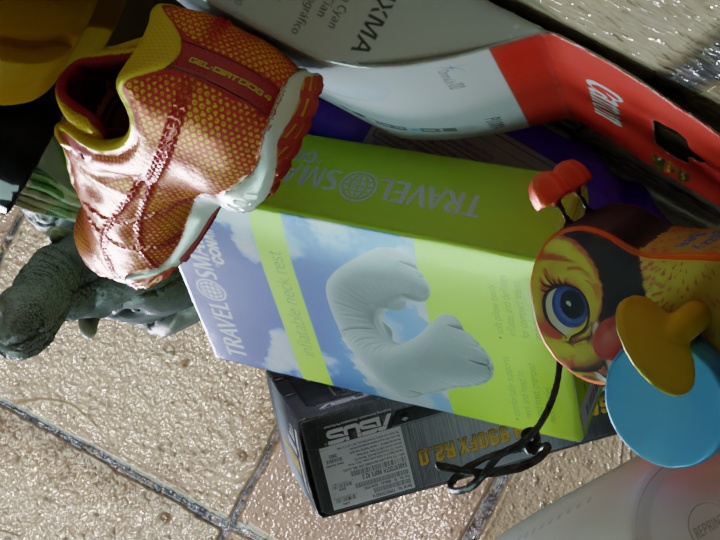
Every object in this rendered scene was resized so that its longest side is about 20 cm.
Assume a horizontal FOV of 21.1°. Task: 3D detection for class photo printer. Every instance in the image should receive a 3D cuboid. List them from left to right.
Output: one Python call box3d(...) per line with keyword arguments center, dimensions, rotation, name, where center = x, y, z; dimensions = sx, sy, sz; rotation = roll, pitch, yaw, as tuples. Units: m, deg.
box3d(center=(0.137, 0.099, 0.770), dimensions=(0.070, 0.199, 0.166), rotation=(61, 150, 9), name="photo printer")

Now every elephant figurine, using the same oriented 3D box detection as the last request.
box3d(center=(-0.095, -0.017, 0.956), dimensions=(0.141, 0.156, 0.200), rotation=(31, -178, -19), name="elephant figurine")

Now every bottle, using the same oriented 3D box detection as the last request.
box3d(center=(0.064, -0.032, 0.832), dimensions=(0.199, 0.066, 0.083), rotation=(29, 165, -12), name="bottle")

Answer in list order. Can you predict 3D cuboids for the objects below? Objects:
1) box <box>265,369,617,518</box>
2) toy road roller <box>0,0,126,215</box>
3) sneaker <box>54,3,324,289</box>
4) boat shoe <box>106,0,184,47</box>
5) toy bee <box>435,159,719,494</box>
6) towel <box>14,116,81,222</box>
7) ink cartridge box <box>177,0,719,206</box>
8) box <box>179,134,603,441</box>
box3d(center=(0.058, 0.057, 0.945), dimensions=(0.198, 0.049, 0.158), rotation=(-15, -173, -7), name="box")
box3d(center=(-0.136, -0.134, 0.716), dimensions=(0.122, 0.146, 0.201), rotation=(28, -143, -14), name="toy road roller")
box3d(center=(-0.074, -0.048, 0.685), dimensions=(0.077, 0.073, 0.200), rotation=(29, 157, -11), name="sneaker")
box3d(center=(-0.121, -0.141, 0.886), dimensions=(0.199, 0.074, 0.069), rotation=(32, -157, -26), name="boat shoe")
box3d(center=(0.101, 0.012, 0.665), dimensions=(0.131, 0.198, 0.110), rotation=(-45, -63, -74), name="toy bee")
box3d(center=(-0.172, -0.088, 0.824), dimensions=(0.199, 0.023, 0.153), rotation=(16, -142, -53), name="towel")
box3d(center=(0.033, -0.064, 0.680), dimensions=(0.199, 0.048, 0.160), rotation=(30, 180, 11), name="ink cartridge box")
box3d(center=(0.000, 0.000, 0.804), dimensions=(0.198, 0.048, 0.122), rotation=(11, 144, 22), name="box")
